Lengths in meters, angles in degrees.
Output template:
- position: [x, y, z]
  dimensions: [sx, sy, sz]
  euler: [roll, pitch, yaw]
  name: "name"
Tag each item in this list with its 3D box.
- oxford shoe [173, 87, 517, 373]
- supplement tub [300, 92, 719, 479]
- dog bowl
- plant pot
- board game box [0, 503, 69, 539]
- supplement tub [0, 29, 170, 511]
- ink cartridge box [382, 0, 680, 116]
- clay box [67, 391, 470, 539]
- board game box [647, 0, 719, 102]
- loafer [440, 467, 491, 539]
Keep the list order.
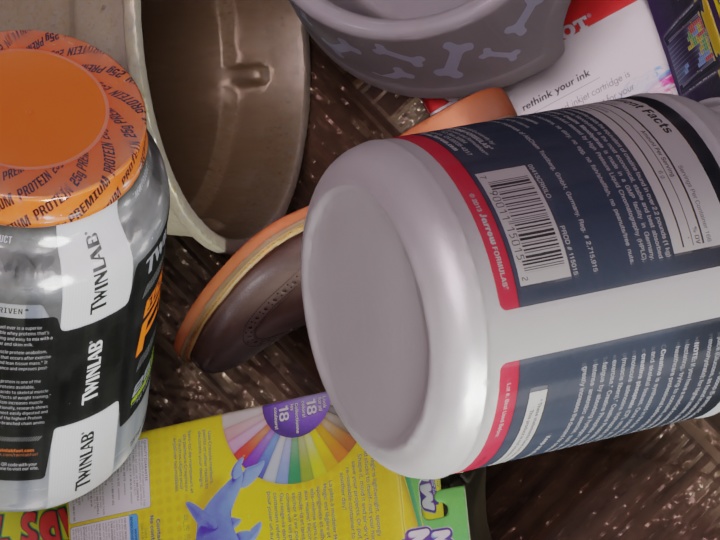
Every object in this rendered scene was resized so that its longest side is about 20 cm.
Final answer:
- position: [0.000, 0.000, 1.319]
  dimensions: [0.200, 0.071, 0.073]
  euler: [-36, 80, 22]
  name: "oxford shoe"
- position: [0.088, 0.002, 1.209]
  dimensions: [0.199, 0.140, 0.141]
  euler: [-11, 77, -27]
  name: "supplement tub"
- position: [0.037, -0.182, 1.315]
  dimensions: [0.199, 0.059, 0.201]
  euler: [-7, 74, 26]
  name: "dog bowl"
- position: [-0.144, -0.102, 1.360]
  dimensions: [0.183, 0.200, 0.201]
  euler: [-3, 80, 21]
  name: "plant pot"
- position: [-0.156, 0.134, 1.355]
  dimensions: [0.101, 0.048, 0.201]
  euler: [-5, 76, -36]
  name: "board game box"
- position: [-0.145, 0.001, 1.241]
  dimensions: [0.122, 0.200, 0.123]
  euler: [5, 49, -5]
  name: "supplement tub"
- position: [0.104, -0.062, 1.358]
  dimensions: [0.116, 0.067, 0.200]
  euler: [-28, 78, 5]
  name: "ink cartridge box"
- position: [-0.035, 0.119, 1.291]
  dimensions: [0.199, 0.048, 0.115]
  euler: [-13, 72, 24]
  name: "clay box"
- position: [0.231, -0.079, 1.310]
  dimensions: [0.165, 0.057, 0.201]
  euler: [-12, 77, -21]
  name: "board game box"
- position: [0.020, 0.115, 1.341]
  dimensions: [0.076, 0.067, 0.201]
  euler: [4, 61, -25]
  name: "loafer"
